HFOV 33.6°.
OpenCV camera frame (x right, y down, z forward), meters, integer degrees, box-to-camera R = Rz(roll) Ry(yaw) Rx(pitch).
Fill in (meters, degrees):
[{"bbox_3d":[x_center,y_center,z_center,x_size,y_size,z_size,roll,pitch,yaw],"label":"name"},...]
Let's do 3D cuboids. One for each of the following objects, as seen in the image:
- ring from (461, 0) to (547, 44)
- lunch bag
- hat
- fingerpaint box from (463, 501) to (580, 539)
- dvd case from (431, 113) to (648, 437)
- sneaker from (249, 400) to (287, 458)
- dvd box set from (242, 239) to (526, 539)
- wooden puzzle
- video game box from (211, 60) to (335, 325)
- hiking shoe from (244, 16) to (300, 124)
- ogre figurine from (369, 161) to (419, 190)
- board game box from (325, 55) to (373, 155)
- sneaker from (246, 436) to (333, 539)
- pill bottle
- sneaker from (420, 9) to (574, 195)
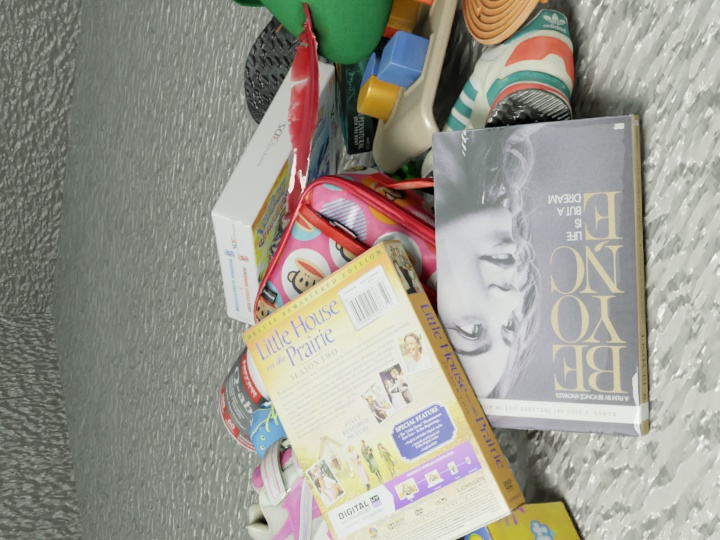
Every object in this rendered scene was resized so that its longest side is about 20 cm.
[{"bbox_3d":[0.117,-0.256,0.830,0.200,0.019,0.203,-168,90,-73],"label":"ring"},{"bbox_3d":[0.032,0.016,0.891,0.199,0.082,0.177,33,112,15],"label":"lunch bag"},{"bbox_3d":[-0.001,-0.176,0.920,0.177,0.164,0.200,65,158,10],"label":"hat"},{"bbox_3d":[0.121,0.291,0.817,0.201,0.073,0.168,-112,30,-44],"label":"fingerpaint box"},{"bbox_3d":[0.115,0.004,0.786,0.147,0.016,0.202,-1,93,35],"label":"dvd case"},{"bbox_3d":[-0.059,0.144,1.128,0.201,0.104,0.076,86,-173,-51],"label":"sneaker"},{"bbox_3d":[0.011,0.101,0.835,0.146,0.029,0.201,-33,77,30],"label":"dvd box set"},{"bbox_3d":[0.039,-0.191,0.958,0.185,0.046,0.202,160,120,-78],"label":"wooden puzzle"},{"bbox_3d":[-0.078,-0.075,1.157,0.183,0.046,0.201,87,-156,-58],"label":"video game box"},{"bbox_3d":[-0.060,-0.245,1.251,0.101,0.075,0.202,-18,-53,-68],"label":"hiking shoe"},{"bbox_3d":[0.000,0.000,1.051,0.098,0.119,0.202,-143,55,-63],"label":"ogre figurine"},{"bbox_3d":[-0.014,-0.221,1.117,0.201,0.028,0.136,90,170,-62],"label":"board game box"},{"bbox_3d":[-0.046,0.177,1.029,0.082,0.087,0.202,-89,18,-64],"label":"sneaker"},{"bbox_3d":[-0.072,0.109,1.246,0.200,0.115,0.117,125,139,-57],"label":"pill bottle"},{"bbox_3d":[0.104,-0.116,0.877,0.200,0.070,0.094,132,154,-65],"label":"sneaker"}]
